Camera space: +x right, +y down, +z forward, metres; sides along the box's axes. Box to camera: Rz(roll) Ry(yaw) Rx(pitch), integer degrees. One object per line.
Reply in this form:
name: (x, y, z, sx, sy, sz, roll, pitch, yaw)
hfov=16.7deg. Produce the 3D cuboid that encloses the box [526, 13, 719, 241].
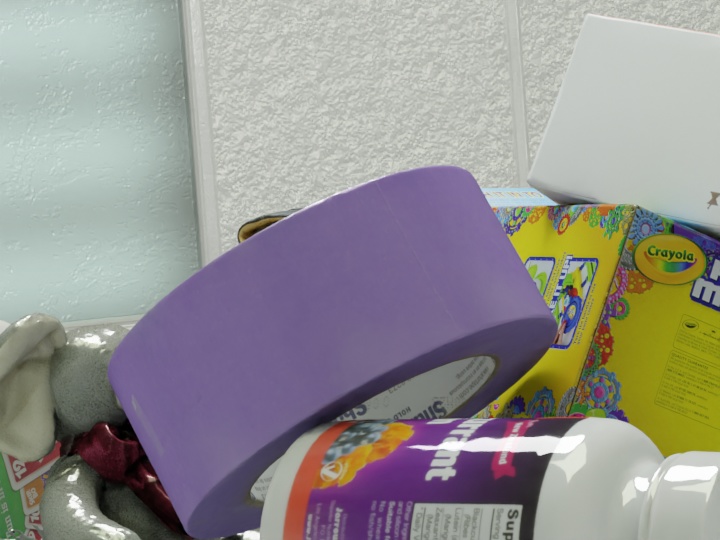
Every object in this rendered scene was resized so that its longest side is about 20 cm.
box: (0.199, -0.046, 1.293, 0.124, 0.098, 0.200, 15, -9, 38)

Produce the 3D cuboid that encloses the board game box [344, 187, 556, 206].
board game box: (0.114, 0.008, 1.589, 0.199, 0.056, 0.196, -1, 23, -34)

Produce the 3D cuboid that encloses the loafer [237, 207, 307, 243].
loafer: (0.000, 0.000, 1.513, 0.072, 0.073, 0.199, 9, -1, -37)

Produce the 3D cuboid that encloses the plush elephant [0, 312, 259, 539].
plush elephant: (-0.116, 0.095, 1.289, 0.199, 0.156, 0.164, -2, 4, 30)

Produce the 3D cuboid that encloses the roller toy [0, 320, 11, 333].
roller toy: (-0.315, 0.103, 1.631, 0.199, 0.141, 0.182, -5, -9, 42)

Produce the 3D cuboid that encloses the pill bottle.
pill bottle: (0.067, 0.117, 1.022, 0.199, 0.112, 0.111, -3, 3, 31)

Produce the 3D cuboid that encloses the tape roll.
tape roll: (-0.013, 0.040, 1.155, 0.199, 0.085, 0.200, -27, -16, -8)

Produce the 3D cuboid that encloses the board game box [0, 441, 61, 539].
board game box: (-0.224, 0.132, 1.326, 0.030, 0.096, 0.199, -1, 4, 40)

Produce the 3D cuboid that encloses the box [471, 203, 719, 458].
box: (0.162, 0.057, 1.280, 0.199, 0.123, 0.192, 22, -7, -21)
